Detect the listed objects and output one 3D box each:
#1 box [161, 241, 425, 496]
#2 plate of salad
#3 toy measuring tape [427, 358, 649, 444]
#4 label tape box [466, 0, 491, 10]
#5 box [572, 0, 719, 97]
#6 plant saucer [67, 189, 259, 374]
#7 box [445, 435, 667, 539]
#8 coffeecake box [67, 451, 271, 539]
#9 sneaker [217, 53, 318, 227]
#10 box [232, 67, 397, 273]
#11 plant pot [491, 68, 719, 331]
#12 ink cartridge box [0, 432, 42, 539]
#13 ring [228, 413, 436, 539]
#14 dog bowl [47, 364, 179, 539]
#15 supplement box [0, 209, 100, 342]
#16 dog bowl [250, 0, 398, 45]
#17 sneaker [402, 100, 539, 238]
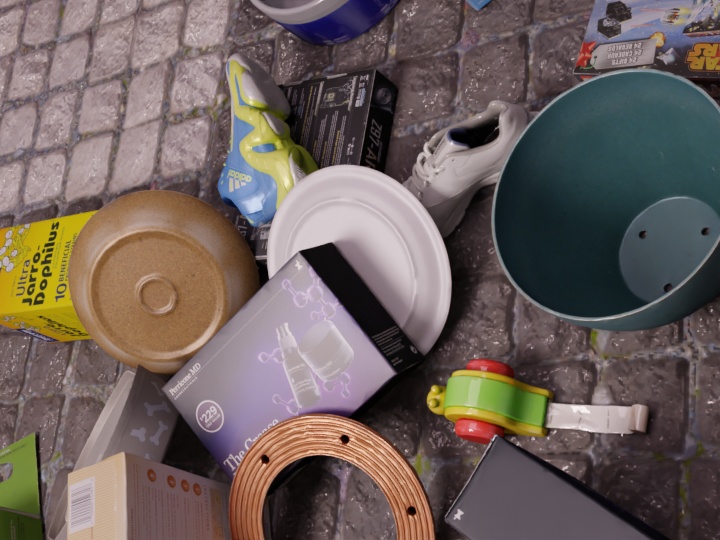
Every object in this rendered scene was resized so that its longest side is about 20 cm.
[{"bbox_3d":[-0.063,0.094,1.107,0.200,0.079,0.142,-44,77,22],"label":"box"},{"bbox_3d":[0.000,0.000,1.134,0.198,0.048,0.202,9,107,29],"label":"plate of salad"},{"bbox_3d":[0.134,0.111,1.001,0.198,0.073,0.074,0,71,38],"label":"toy measuring tape"},{"bbox_3d":[0.107,-0.353,1.136,0.143,0.199,0.067,-35,52,20],"label":"label tape box"},{"bbox_3d":[0.293,-0.219,1.041,0.199,0.040,0.138,10,76,40],"label":"box"},{"bbox_3d":[-0.202,0.020,1.227,0.200,0.200,0.035,-42,13,15],"label":"plant saucer"},{"bbox_3d":[0.180,0.212,0.865,0.199,0.141,0.079,31,91,41],"label":"box"},{"bbox_3d":[-0.163,0.265,1.077,0.073,0.199,0.155,-23,58,27],"label":"coffeecake box"},{"bbox_3d":[-0.117,-0.129,1.236,0.105,0.076,0.201,-39,53,18],"label":"sneaker"},{"bbox_3d":[-0.052,-0.100,1.252,0.159,0.043,0.202,-4,69,37],"label":"box"},{"bbox_3d":[0.221,-0.038,0.954,0.199,0.134,0.202,-15,63,32],"label":"plant pot"},{"bbox_3d":[-0.432,0.292,1.354,0.147,0.076,0.202,-28,57,25],"label":"ink cartridge box"},{"bbox_3d":[-0.025,0.223,1.057,0.198,0.019,0.203,4,99,24],"label":"ring"},{"bbox_3d":[-0.241,0.191,1.205,0.201,0.058,0.201,-58,15,24],"label":"dog bowl"},{"bbox_3d":[-0.316,0.009,1.366,0.198,0.109,0.110,-8,66,36],"label":"supplement box"},{"bbox_3d":[-0.032,-0.352,1.324,0.198,0.079,0.202,-15,63,32],"label":"dog bowl"},{"bbox_3d":[0.079,-0.093,1.121,0.200,0.087,0.075,-39,55,20],"label":"sneaker"}]
